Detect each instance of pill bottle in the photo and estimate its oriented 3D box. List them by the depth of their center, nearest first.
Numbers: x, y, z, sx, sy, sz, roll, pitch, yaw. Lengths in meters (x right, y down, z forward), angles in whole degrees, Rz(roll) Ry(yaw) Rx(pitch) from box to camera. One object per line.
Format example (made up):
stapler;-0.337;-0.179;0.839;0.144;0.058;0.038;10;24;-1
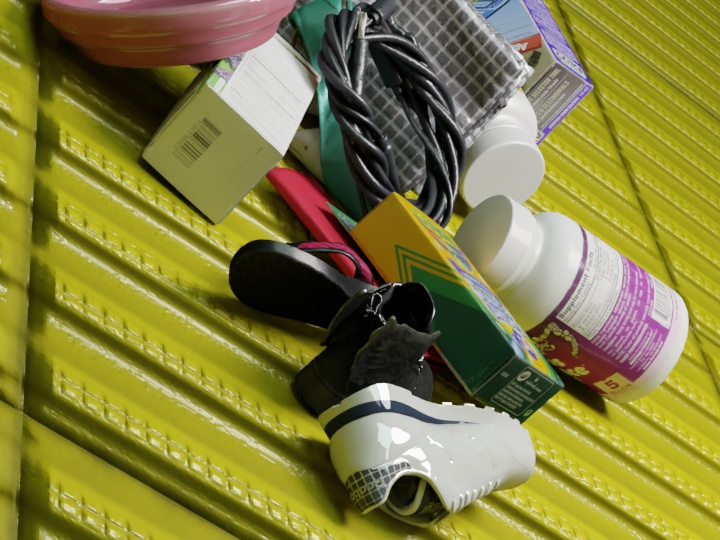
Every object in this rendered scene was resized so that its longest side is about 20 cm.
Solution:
pill bottle;0.172;0.021;1.846;0.199;0.112;0.113;32;23;-26
pill bottle;0.098;-0.147;2.037;0.111;0.111;0.201;25;26;-38

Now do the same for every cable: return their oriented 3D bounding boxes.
cable;0.029;-0.120;1.782;0.163;0.050;0.202;-39;113;-62

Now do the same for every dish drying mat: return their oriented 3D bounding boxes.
dish drying mat;0.000;0.000;1.696;0.200;0.018;0.077;53;13;22

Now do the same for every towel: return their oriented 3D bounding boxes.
towel;0.031;-0.183;1.893;0.200;0.166;0.086;45;-1;2

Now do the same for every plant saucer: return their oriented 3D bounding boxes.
plant saucer;-0.140;-0.197;1.663;0.198;0.051;0.201;-4;21;1

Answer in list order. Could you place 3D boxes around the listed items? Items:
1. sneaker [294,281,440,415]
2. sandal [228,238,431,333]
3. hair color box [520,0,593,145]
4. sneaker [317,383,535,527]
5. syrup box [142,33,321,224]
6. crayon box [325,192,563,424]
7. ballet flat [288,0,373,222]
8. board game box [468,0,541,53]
sneaker;0.023;0.053;1.522;0.060;0.104;0.199;49;21;19
sandal;-0.023;0.009;1.557;0.199;0.075;0.046;24;57;-49
hair color box;0.156;-0.221;2.288;0.065;0.109;0.201;30;25;-34
sneaker;0.051;0.136;1.481;0.199;0.076;0.081;13;47;-46
syrup box;-0.095;-0.119;1.672;0.081;0.079;0.200;42;21;-10
crayon box;0.066;0.018;1.706;0.200;0.052;0.126;52;8;24
ballet flat;-0.030;-0.129;1.815;0.067;0.070;0.202;66;17;-73
board game box;0.055;-0.211;2.015;0.020;0.198;0.103;82;-13;-46
